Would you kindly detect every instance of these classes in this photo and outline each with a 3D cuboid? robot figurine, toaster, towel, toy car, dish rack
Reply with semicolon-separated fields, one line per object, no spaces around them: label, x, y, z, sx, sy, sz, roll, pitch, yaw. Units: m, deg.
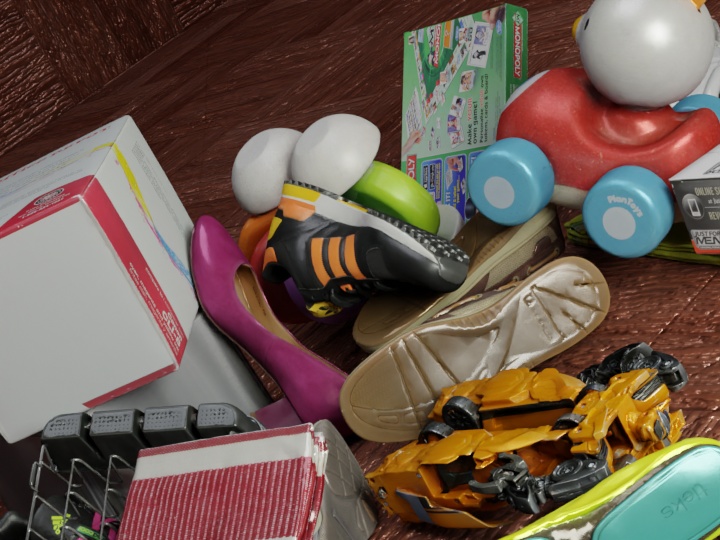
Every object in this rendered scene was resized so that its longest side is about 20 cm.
robot figurine;0.104;0.103;0.919;0.199;0.058;0.145;-10;27;47
toaster;-0.181;0.122;1.198;0.181;0.119;0.199;-42;22;-32
towel;0.238;-0.041;1.165;0.086;0.018;0.200;-36;20;-17
toy car;0.186;-0.145;1.118;0.176;0.201;0.184;17;32;27
towel;-0.092;0.189;0.885;0.143;0.023;0.201;-11;54;32
dish rack;-0.143;0.176;0.973;0.152;0.055;0.201;-6;57;14
toy car;-0.024;-0.024;1.289;0.199;0.175;0.150;-6;48;50

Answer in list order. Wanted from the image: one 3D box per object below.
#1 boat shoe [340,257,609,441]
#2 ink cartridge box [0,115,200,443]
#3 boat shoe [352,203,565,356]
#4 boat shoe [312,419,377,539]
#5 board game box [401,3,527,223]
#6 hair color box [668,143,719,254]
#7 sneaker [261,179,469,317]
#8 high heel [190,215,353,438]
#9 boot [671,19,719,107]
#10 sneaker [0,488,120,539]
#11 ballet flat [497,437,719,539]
boat shoe;0.075;0.055;1.069;0.199;0.072;0.072;-31;3;-8
ink cartridge box;-0.212;0.000;1.142;0.145;0.145;0.200;-24;19;12
boat shoe;0.081;0.015;1.164;0.200;0.072;0.072;-40;30;-27
boat shoe;-0.037;0.159;0.960;0.072;0.076;0.200;-27;17;13
board game box;0.088;-0.119;1.346;0.029;0.201;0.134;6;-7;-38
hair color box;0.317;-0.082;1.057;0.200;0.062;0.101;-32;17;-28
sneaker;0.000;0.000;1.132;0.200;0.070;0.090;25;95;48
high heel;-0.057;0.036;1.154;0.096;0.201;0.067;-28;-10;20
boot;0.304;-0.169;1.348;0.095;0.074;0.200;0;35;33
sneaker;-0.181;0.192;1.044;0.199;0.088;0.074;-11;31;36
ballet flat;0.110;0.151;0.798;0.199;0.067;0.067;-29;-3;-9
